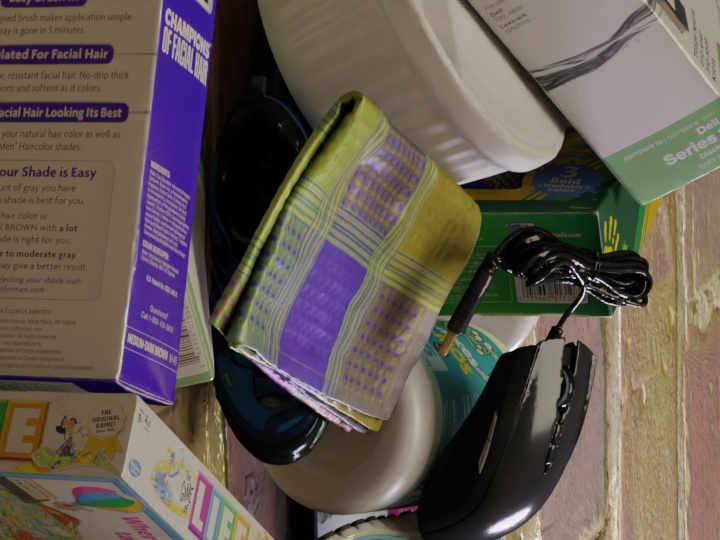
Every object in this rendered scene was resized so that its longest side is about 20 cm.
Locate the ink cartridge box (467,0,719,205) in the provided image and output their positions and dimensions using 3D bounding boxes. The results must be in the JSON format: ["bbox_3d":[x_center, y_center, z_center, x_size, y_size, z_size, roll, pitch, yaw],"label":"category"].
[{"bbox_3d":[0.134,-0.159,1.305,0.200,0.084,0.146,46,29,-36],"label":"ink cartridge box"}]

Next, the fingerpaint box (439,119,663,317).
[{"bbox_3d":[0.068,-0.042,1.404,0.167,0.199,0.074,-56,142,-57],"label":"fingerpaint box"}]

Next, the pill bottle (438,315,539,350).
[{"bbox_3d":[0.089,-0.021,1.600,0.200,0.114,0.115,-50,137,-62],"label":"pill bottle"}]

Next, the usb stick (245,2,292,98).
[{"bbox_3d":[-0.045,-0.105,1.327,0.055,0.033,0.201,33,59,-57],"label":"usb stick"}]

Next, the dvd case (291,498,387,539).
[{"bbox_3d":[-0.012,0.126,1.457,0.143,0.017,0.201,-22,112,-71],"label":"dvd case"}]

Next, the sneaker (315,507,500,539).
[{"bbox_3d":[0.013,0.188,1.318,0.200,0.078,0.090,-12,73,-36],"label":"sneaker"}]

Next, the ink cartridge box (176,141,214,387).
[{"bbox_3d":[-0.108,-0.058,1.127,0.200,0.048,0.146,-101,178,-53],"label":"ink cartridge box"}]

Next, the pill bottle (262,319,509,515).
[{"bbox_3d":[0.030,0.084,1.374,0.200,0.110,0.111,3,88,-62],"label":"pill bottle"}]

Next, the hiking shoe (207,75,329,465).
[{"bbox_3d":[-0.055,0.003,1.230,0.087,0.074,0.201,20,65,-80],"label":"hiking shoe"}]

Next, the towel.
[{"bbox_3d":[0.000,0.000,1.184,0.144,0.023,0.200,-61,153,-6],"label":"towel"}]

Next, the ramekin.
[{"bbox_3d":[0.024,-0.134,1.277,0.202,0.094,0.203,48,29,-37],"label":"ramekin"}]

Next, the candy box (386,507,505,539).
[{"bbox_3d":[0.056,0.172,1.595,0.136,0.061,0.201,11,80,-71],"label":"candy box"}]

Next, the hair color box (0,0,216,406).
[{"bbox_3d":[-0.126,-0.048,0.971,0.065,0.109,0.201,32,61,-68],"label":"hair color box"}]

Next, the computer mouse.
[{"bbox_3d":[0.082,0.071,1.264,0.140,0.046,0.200,21,105,-49],"label":"computer mouse"}]

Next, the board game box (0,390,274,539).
[{"bbox_3d":[-0.119,0.102,0.961,0.200,0.134,0.034,58,38,-59],"label":"board game box"}]
